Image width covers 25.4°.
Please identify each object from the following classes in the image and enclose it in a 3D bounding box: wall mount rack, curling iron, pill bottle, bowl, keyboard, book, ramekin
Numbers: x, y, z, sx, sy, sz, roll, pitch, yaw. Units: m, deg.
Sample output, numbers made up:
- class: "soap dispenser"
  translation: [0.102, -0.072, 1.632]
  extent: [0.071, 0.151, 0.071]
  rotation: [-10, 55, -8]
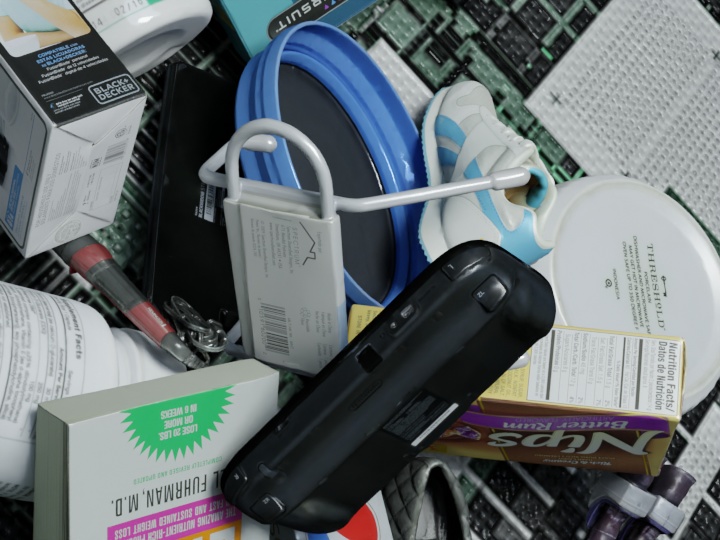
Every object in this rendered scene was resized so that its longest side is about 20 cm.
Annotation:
- class: "wall mount rack"
  translation: [0.000, 0.000, 0.875]
  extent: [0.075, 0.173, 0.201]
  rotation: [-48, 142, -48]
- class: "curling iron"
  translation: [-0.149, -0.003, 0.913]
  extent: [0.200, 0.026, 0.050]
  rotation: [36, 7, 26]
- class: "pill bottle"
  translation: [-0.185, -0.215, 0.972]
  extent: [0.113, 0.113, 0.200]
  rotation: [-29, 89, -35]
- class: "bowl"
  translation: [-0.010, -0.058, 1.014]
  extent: [0.201, 0.039, 0.201]
  rotation: [42, 37, -43]
- class: "pill bottle"
  translation: [-0.201, 0.062, 0.855]
  extent: [0.200, 0.113, 0.114]
  rotation: [17, 64, -34]
- class: "keyboard"
  translation: [-0.091, -0.033, 1.008]
  extent: [0.104, 0.040, 0.201]
  rotation: [22, 52, -26]
- class: "book"
  translation: [-0.109, 0.155, 0.862]
  extent: [0.133, 0.048, 0.201]
  rotation: [-11, 113, -38]
- class: "ramekin"
  translation: [0.167, 0.026, 1.106]
  extent: [0.202, 0.094, 0.203]
  rotation: [11, 67, -27]

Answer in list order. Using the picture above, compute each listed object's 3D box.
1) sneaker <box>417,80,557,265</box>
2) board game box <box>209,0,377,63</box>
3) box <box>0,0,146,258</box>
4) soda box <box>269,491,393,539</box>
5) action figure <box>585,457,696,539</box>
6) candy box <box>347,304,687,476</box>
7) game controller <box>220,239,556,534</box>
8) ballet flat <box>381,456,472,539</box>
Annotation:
- class: "sneaker"
  translation: [0.088, -0.061, 1.068]
  extent: [0.077, 0.081, 0.200]
  rotation: [55, 24, -35]
- class: "board game box"
  translation: [-0.048, -0.242, 1.001]
  extent: [0.151, 0.047, 0.200]
  rotation: [-34, 135, -6]
- class: "box"
  translation: [-0.206, -0.120, 0.888]
  extent: [0.060, 0.117, 0.200]
  rotation: [-25, 67, -34]
- class: "soda box"
  translation: [-0.016, 0.193, 0.953]
  extent: [0.068, 0.064, 0.201]
  rotation: [-7, 77, -33]
- class: "action figure"
  translation: [0.153, 0.212, 1.044]
  extent: [0.130, 0.069, 0.200]
  rotation: [35, 74, -27]
- class: "candy box"
  translation: [0.091, 0.075, 0.977]
  extent: [0.199, 0.117, 0.057]
  rotation: [7, 66, 6]
- class: "game controller"
  translation: [0.017, 0.066, 0.848]
  extent: [0.042, 0.200, 0.104]
  rotation: [53, 15, 29]
- class: "ballet flat"
  translation: [0.047, 0.214, 0.982]
  extent: [0.066, 0.057, 0.201]
  rotation: [-7, 74, -15]
